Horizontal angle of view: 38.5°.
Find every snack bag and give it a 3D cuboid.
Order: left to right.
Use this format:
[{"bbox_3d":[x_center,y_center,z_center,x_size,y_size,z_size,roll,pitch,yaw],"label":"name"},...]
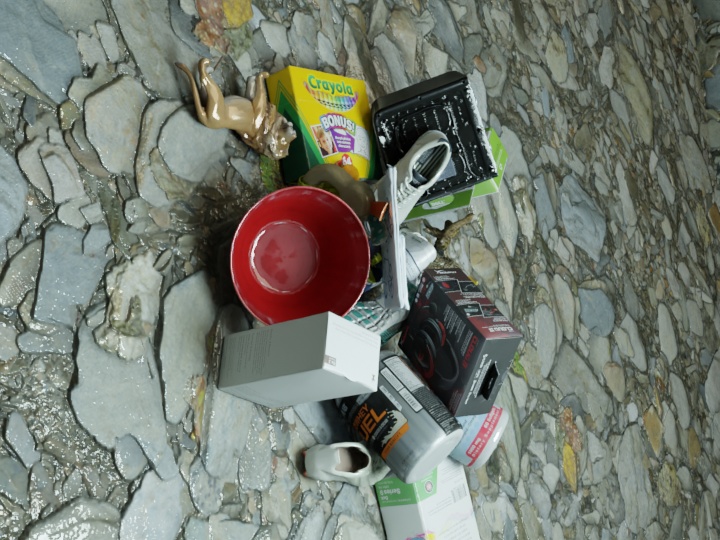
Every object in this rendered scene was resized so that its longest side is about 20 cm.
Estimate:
[{"bbox_3d":[0.046,-0.042,1.497,0.189,0.021,0.203,141,-55,-85],"label":"snack bag"}]

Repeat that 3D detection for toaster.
[{"bbox_3d":[0.114,-0.215,1.728,0.119,0.198,0.182,-100,169,-70],"label":"toaster"}]

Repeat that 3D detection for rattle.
[{"bbox_3d":[0.010,-0.099,1.521,0.142,0.199,0.132,0,90,-45],"label":"rattle"}]

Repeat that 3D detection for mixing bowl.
[{"bbox_3d":[-0.096,-0.018,1.454,0.198,0.108,0.203,-1,94,-18],"label":"mixing bowl"}]

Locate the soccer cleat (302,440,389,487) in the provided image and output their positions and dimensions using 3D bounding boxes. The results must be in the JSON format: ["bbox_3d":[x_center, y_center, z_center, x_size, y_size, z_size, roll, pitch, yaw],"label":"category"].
[{"bbox_3d":[-0.003,0.285,1.530,0.199,0.077,0.070,12,69,-52],"label":"soccer cleat"}]

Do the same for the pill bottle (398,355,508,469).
[{"bbox_3d":[0.126,0.221,1.638,0.199,0.109,0.109,31,44,3],"label":"pill bottle"}]

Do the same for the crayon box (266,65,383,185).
[{"bbox_3d":[-0.053,-0.227,1.661,0.199,0.058,0.175,-3,80,-54],"label":"crayon box"}]

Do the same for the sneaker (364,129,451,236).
[{"bbox_3d":[0.071,-0.137,1.640,0.073,0.201,0.071,32,7,-13],"label":"sneaker"}]

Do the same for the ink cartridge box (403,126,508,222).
[{"bbox_3d":[0.171,-0.151,1.862,0.076,0.147,0.201,50,43,-35],"label":"ink cartridge box"}]

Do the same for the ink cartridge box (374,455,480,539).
[{"bbox_3d":[0.113,0.405,1.636,0.145,0.087,0.202,-11,85,-54],"label":"ink cartridge box"}]

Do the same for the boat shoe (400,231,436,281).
[{"bbox_3d":[0.082,-0.027,1.663,0.074,0.066,0.200,60,-2,-17],"label":"boat shoe"}]

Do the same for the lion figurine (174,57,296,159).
[{"bbox_3d":[-0.183,-0.230,1.493,0.198,0.072,0.124,3,88,-39],"label":"lion figurine"}]

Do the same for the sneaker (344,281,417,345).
[{"bbox_3d":[0.019,0.091,1.634,0.199,0.092,0.078,-20,52,-35],"label":"sneaker"}]

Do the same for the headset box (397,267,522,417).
[{"bbox_3d":[0.152,0.112,1.560,0.074,0.150,0.200,-2,36,-32],"label":"headset box"}]

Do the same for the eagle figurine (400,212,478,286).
[{"bbox_3d":[0.146,0.018,1.815,0.150,0.151,0.202,-8,120,-16],"label":"eagle figurine"}]

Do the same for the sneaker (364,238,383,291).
[{"bbox_3d":[0.000,0.000,1.650,0.074,0.082,0.200,57,17,5],"label":"sneaker"}]

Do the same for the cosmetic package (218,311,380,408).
[{"bbox_3d":[-0.082,0.123,1.377,0.112,0.199,0.082,29,55,-45],"label":"cosmetic package"}]

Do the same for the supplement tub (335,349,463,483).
[{"bbox_3d":[0.046,0.205,1.529,0.200,0.123,0.122,46,29,22],"label":"supplement tub"}]
